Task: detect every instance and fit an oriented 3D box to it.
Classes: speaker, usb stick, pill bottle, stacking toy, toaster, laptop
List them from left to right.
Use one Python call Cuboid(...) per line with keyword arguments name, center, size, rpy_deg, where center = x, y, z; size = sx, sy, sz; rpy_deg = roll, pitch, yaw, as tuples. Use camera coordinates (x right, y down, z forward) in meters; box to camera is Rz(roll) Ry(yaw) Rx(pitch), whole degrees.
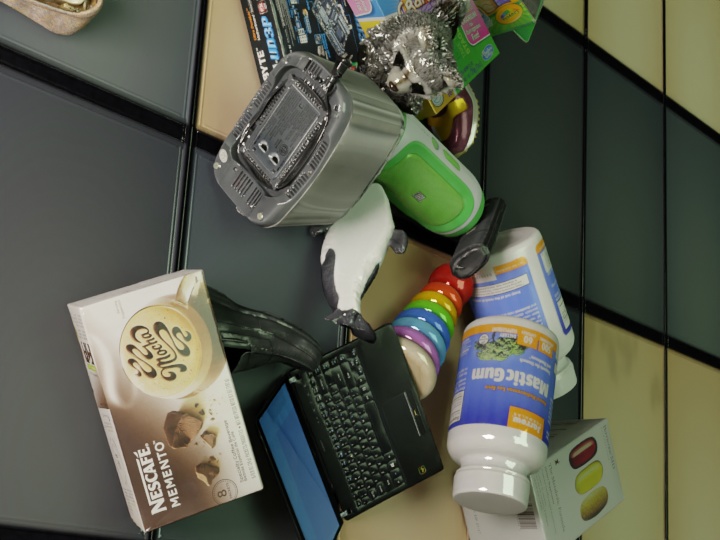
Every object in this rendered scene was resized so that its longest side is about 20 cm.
Cuboid(name="toaster", center=(-0.043, -0.132, 1.281), size=(0.114, 0.201, 0.129), rpy_deg=(46, 22, 26))
Cuboid(name="laptop", center=(-0.006, 0.179, 1.310), size=(0.199, 0.103, 0.179), rpy_deg=(-24, 104, -18))
Cuboid(name="speaker", center=(0.062, -0.115, 1.462), size=(0.200, 0.088, 0.089), rpy_deg=(38, 55, -46))
Cuboid(name="stacking toy", center=(0.077, 0.057, 1.468), size=(0.086, 0.085, 0.200), rpy_deg=(60, 39, -23))
Cuboid(name="usb stick", center=(0.142, -0.042, 1.531), size=(0.033, 0.055, 0.200), rpy_deg=(46, 23, -6))
Cuboid(name="pill bottle", center=(0.157, 0.163, 1.433), size=(0.112, 0.111, 0.202), rpy_deg=(35, 55, -41))
Cuboid(name="pill bottle", center=(0.198, 0.058, 1.581), size=(0.112, 0.111, 0.201), rpy_deg=(-34, 109, -48))

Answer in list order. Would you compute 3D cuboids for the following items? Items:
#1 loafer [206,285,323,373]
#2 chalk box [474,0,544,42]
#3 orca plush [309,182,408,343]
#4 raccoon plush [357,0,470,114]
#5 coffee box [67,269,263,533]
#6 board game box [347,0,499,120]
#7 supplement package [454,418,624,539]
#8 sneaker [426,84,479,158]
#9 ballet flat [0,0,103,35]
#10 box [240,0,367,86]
Cuboid(name="loafer", center=(-0.120, 0.068, 1.235), size=(0.200, 0.068, 0.071), rpy_deg=(25, 72, -39))
Cuboid(name="chalk box", center=(0.158, -0.374, 1.612), size=(0.200, 0.123, 0.125), rpy_deg=(49, 48, -34))
Cuboid(name="orca plush", center=(0.000, 0.000, 1.384), size=(0.071, 0.104, 0.201), rpy_deg=(94, -10, -50))
Cuboid(name="raccoon plush", center=(0.078, -0.253, 1.338), size=(0.096, 0.134, 0.201), rpy_deg=(36, 67, -22))
Cuboid(name="coffee box", center=(-0.171, 0.111, 1.120), size=(0.112, 0.080, 0.202), rpy_deg=(-17, 96, -20))
Cuboid(name="board game box", center=(0.064, -0.294, 1.455), size=(0.153, 0.040, 0.201), rpy_deg=(-46, 114, -38))
Cuboid(name="supplement package", center=(0.223, 0.264, 1.570), size=(0.199, 0.109, 0.115), rpy_deg=(-21, 99, -50))
Cuboid(name="sneaker", center=(0.087, -0.232, 1.546), size=(0.090, 0.075, 0.202), rpy_deg=(11, 68, -39))
Cuboid(name="ballet flat", center=(-0.299, -0.262, 1.081), size=(0.199, 0.067, 0.069), rpy_deg=(18, 68, -47))
Cuboid(name="box", center=(-0.056, -0.271, 1.392), size=(0.158, 0.046, 0.202), rpy_deg=(-21, 99, -50))
